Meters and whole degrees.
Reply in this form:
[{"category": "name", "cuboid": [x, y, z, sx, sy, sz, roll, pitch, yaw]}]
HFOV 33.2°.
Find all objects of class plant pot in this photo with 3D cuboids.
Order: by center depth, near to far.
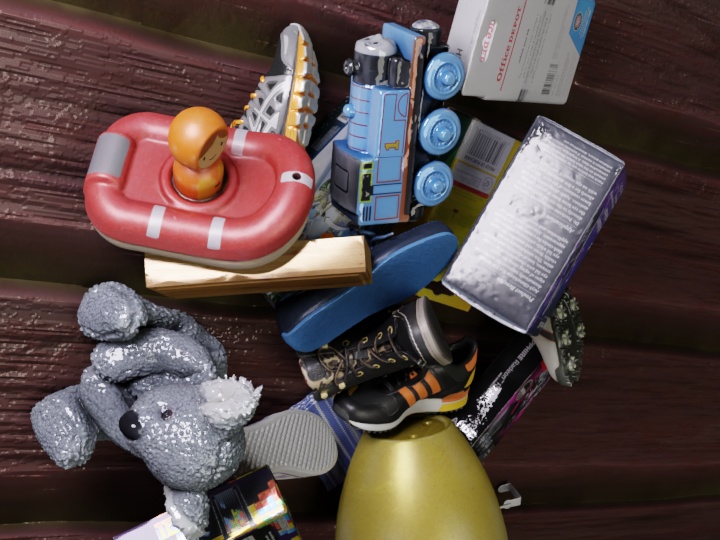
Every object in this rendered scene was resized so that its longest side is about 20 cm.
[{"category": "plant pot", "cuboid": [0.062, 0.244, 1.363, 0.198, 0.199, 0.144, -12, 101, -32]}]

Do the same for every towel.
[{"category": "towel", "cuboid": [0.010, 0.148, 1.391, 0.200, 0.024, 0.145, -40, 132, -12]}]

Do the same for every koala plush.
[{"category": "koala plush", "cuboid": [-0.171, 0.135, 1.121, 0.183, 0.200, 0.179, 17, 101, -41]}]

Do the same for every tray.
[{"category": "tray", "cuboid": [-0.091, -0.001, 1.117, 0.197, 0.099, 0.038, -5, 83, 3]}]

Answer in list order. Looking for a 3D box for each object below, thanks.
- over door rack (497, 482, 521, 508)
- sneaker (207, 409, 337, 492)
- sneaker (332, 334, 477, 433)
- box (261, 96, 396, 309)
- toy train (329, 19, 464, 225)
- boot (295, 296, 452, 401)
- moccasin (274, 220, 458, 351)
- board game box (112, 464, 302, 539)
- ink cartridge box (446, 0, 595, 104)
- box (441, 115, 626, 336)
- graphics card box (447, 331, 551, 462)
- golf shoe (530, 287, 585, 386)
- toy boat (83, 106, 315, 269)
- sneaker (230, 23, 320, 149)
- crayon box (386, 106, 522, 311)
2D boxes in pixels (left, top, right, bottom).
[{"category": "over door rack", "cuboid": [0.135, 0.383, 1.573, 0.198, 0.066, 0.149, -18, 123, -29]}, {"category": "sneaker", "cuboid": [-0.119, 0.199, 1.284, 0.199, 0.114, 0.073, 4, 66, -51]}, {"category": "sneaker", "cuboid": [0.052, 0.115, 1.338, 0.199, 0.070, 0.091, -7, 124, -42]}, {"category": "box", "cuboid": [-0.040, -0.058, 1.231, 0.200, 0.038, 0.137, -46, 132, -9]}, {"category": "toy train", "cuboid": [0.033, -0.140, 1.166, 0.113, 0.087, 0.202, -8, 115, -27]}, {"category": "boot", "cuboid": [0.011, 0.083, 1.240, 0.149, 0.200, 0.074, -22, 95, 0]}, {"category": "moccasin", "cuboid": [0.000, 0.000, 1.201, 0.199, 0.068, 0.081, -28, 138, -9]}, {"category": "board game box", "cuboid": [-0.147, 0.278, 1.228, 0.164, 0.057, 0.200, -23, 157, -8]}, {"category": "ink cartridge box", "cuboid": [0.151, -0.238, 1.237, 0.199, 0.066, 0.117, -5, 116, -50]}, {"category": "box", "cuboid": [0.184, -0.041, 1.259, 0.201, 0.104, 0.148, -60, 167, 4]}, {"category": "graphics card box", "cuboid": [0.185, 0.136, 1.463, 0.200, 0.051, 0.126, -48, 161, -6]}, {"category": "golf shoe", "cuboid": [0.200, 0.038, 1.387, 0.077, 0.087, 0.202, -12, 86, -61]}, {"category": "toy boat", "cuboid": [-0.136, -0.087, 1.029, 0.198, 0.132, 0.131, 10, 148, -2]}, {"category": "sneaker", "cuboid": [-0.086, -0.134, 1.135, 0.078, 0.076, 0.202, 11, 90, -79]}, {"category": "crayon box", "cuboid": [0.109, -0.064, 1.333, 0.126, 0.051, 0.202, 18, 100, -42]}]
